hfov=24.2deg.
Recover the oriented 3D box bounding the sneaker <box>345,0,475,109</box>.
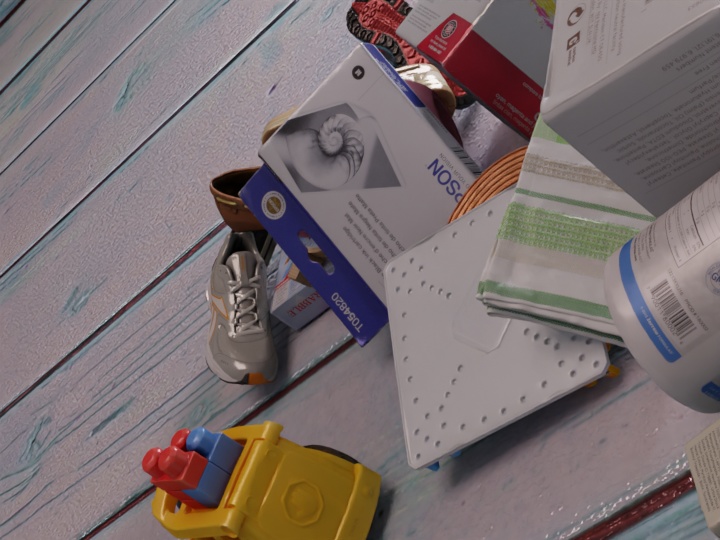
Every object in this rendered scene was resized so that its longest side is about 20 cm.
[{"bbox_3d":[0.074,-0.231,1.774,0.080,0.095,0.200,-50,51,9],"label":"sneaker"}]

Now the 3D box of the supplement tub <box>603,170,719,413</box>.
[{"bbox_3d":[0.269,-0.010,1.091,0.200,0.132,0.133,-39,29,28],"label":"supplement tub"}]

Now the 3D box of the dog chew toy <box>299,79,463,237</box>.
[{"bbox_3d":[-0.003,-0.096,1.600,0.198,0.125,0.125,-27,33,16],"label":"dog chew toy"}]

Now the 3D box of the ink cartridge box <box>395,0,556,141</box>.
[{"bbox_3d":[0.161,-0.244,1.553,0.201,0.144,0.145,-52,24,6],"label":"ink cartridge box"}]

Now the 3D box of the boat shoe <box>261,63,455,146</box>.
[{"bbox_3d":[-0.007,-0.156,1.669,0.198,0.072,0.065,-14,47,-11],"label":"boat shoe"}]

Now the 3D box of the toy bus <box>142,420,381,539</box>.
[{"bbox_3d":[-0.111,0.198,1.439,0.199,0.191,0.137,-16,46,55],"label":"toy bus"}]

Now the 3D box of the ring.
[{"bbox_3d":[0.141,-0.009,1.388,0.199,0.019,0.203,-18,62,38],"label":"ring"}]

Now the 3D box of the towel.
[{"bbox_3d":[0.186,-0.036,1.302,0.031,0.147,0.202,84,-156,-56],"label":"towel"}]

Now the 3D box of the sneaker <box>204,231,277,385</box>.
[{"bbox_3d":[-0.126,0.035,1.747,0.201,0.075,0.093,-109,23,-51],"label":"sneaker"}]

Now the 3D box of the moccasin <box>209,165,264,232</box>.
[{"bbox_3d":[-0.071,-0.089,1.726,0.200,0.078,0.074,-1,50,41],"label":"moccasin"}]

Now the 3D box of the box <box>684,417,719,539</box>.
[{"bbox_3d":[0.293,0.088,1.001,0.200,0.068,0.083,-42,28,25],"label":"box"}]

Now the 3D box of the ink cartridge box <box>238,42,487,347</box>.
[{"bbox_3d":[0.000,-0.066,1.517,0.200,0.200,0.041,-46,-14,20],"label":"ink cartridge box"}]

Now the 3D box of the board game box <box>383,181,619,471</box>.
[{"bbox_3d":[0.109,0.039,1.359,0.199,0.026,0.202,-31,49,32],"label":"board game box"}]

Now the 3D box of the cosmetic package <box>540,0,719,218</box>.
[{"bbox_3d":[0.258,-0.144,1.193,0.166,0.199,0.169,-30,34,40],"label":"cosmetic package"}]

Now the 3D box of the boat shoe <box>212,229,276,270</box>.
[{"bbox_3d":[-0.113,-0.069,1.847,0.075,0.062,0.202,-91,21,-66],"label":"boat shoe"}]

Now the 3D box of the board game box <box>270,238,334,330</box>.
[{"bbox_3d":[-0.006,-0.064,1.750,0.199,0.041,0.201,-36,32,35],"label":"board game box"}]

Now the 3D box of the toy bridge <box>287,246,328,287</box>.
[{"bbox_3d":[0.000,0.000,1.614,0.199,0.027,0.068,21,88,52],"label":"toy bridge"}]
